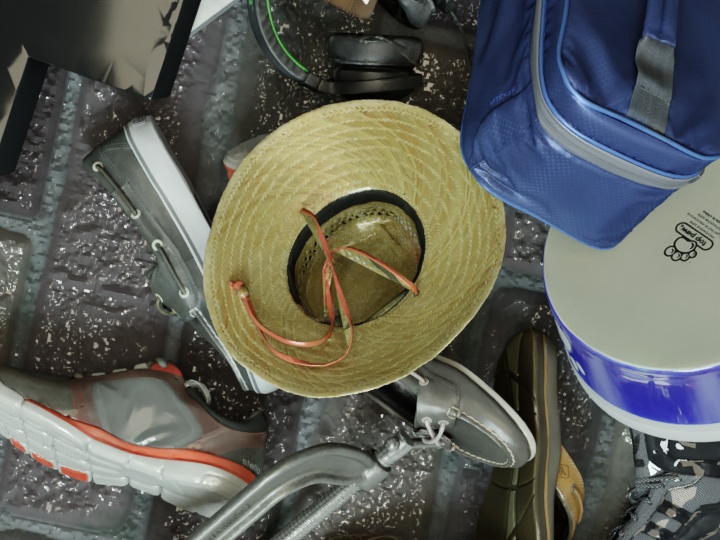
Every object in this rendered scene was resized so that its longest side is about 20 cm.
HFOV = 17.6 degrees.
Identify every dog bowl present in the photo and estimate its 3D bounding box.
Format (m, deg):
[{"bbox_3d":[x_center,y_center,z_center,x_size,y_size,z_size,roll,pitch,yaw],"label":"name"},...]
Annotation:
[{"bbox_3d":[0.218,0.004,1.471,0.198,0.079,0.201,-12,50,14],"label":"dog bowl"}]

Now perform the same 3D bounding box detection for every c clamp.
[{"bbox_3d":[-0.047,0.165,1.499,0.200,0.171,0.027,-38,68,12],"label":"c clamp"}]

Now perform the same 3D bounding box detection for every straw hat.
[{"bbox_3d":[0.000,0.000,1.463,0.199,0.085,0.203,-4,66,10],"label":"straw hat"}]

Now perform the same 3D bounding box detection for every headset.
[{"bbox_3d":[0.025,-0.162,1.508,0.199,0.094,0.124,21,90,-19],"label":"headset"}]

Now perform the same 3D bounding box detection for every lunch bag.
[{"bbox_3d":[0.156,-0.134,1.433,0.135,0.132,0.201,24,52,-22],"label":"lunch bag"}]

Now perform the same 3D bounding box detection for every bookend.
[{"bbox_3d":[-0.201,-0.138,1.480,0.198,0.092,0.200,19,97,2],"label":"bookend"}]

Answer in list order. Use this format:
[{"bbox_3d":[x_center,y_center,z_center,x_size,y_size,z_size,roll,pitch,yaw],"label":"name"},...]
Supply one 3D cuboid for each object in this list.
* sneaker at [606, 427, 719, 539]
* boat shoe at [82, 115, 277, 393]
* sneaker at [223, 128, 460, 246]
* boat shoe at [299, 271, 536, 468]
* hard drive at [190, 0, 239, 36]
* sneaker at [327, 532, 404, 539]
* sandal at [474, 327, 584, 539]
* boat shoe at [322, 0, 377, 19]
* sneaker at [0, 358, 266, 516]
[{"bbox_3d":[0.187,0.156,1.533,0.199,0.075,0.114,-28,91,-8],"label":"sneaker"},{"bbox_3d":[-0.115,-0.003,1.521,0.056,0.069,0.201,-28,86,1],"label":"boat shoe"},{"bbox_3d":[0.011,-0.049,1.530,0.198,0.077,0.083,-1,106,5],"label":"sneaker"},{"bbox_3d":[0.023,0.074,1.503,0.200,0.067,0.057,38,63,18],"label":"boat shoe"},{"bbox_3d":[-0.153,-0.250,1.533,0.132,0.026,0.201,-36,92,-2],"label":"hard drive"},{"bbox_3d":[0.045,0.228,1.496,0.070,0.199,0.076,-46,129,-34],"label":"sneaker"},{"bbox_3d":[0.117,0.140,1.527,0.054,0.082,0.202,10,74,-25],"label":"sandal"},{"bbox_3d":[0.038,-0.247,1.464,0.075,0.075,0.203,36,88,-2],"label":"boat shoe"},{"bbox_3d":[-0.153,0.094,1.520,0.199,0.077,0.082,21,65,-5],"label":"sneaker"}]
